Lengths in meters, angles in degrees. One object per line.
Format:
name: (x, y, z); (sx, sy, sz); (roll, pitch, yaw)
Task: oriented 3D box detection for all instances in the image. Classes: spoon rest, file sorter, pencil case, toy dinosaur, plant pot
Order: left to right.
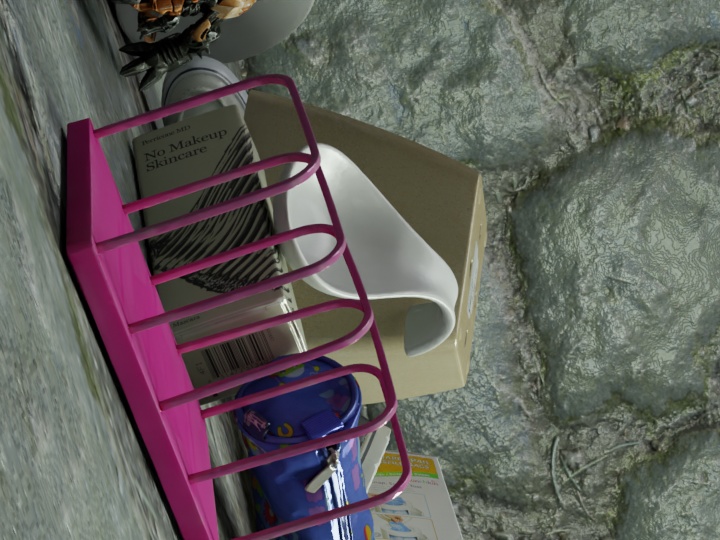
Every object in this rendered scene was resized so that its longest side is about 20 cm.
toy dinosaur: (-0.111, -0.192, 1.235); (0.200, 0.136, 0.103); (16, 64, -39)
file sorter: (-0.059, 0.021, 0.919); (0.139, 0.125, 0.201); (-107, 180, -60)
pencil case: (-0.028, 0.148, 1.096); (0.087, 0.078, 0.201); (47, -30, 50)
plant pot: (0.000, 0.000, 1.356); (0.200, 0.176, 0.201); (73, 25, -72)
spoon rest: (0.008, -0.009, 1.169); (0.200, 0.060, 0.100); (42, 45, -47)

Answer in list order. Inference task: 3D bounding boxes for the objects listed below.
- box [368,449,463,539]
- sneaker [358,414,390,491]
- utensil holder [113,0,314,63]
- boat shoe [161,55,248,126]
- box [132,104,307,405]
box: (0.016, 0.231, 1.391); (0.200, 0.101, 0.113); (-105, -155, -66)
sneaker: (-0.041, 0.172, 1.271); (0.200, 0.079, 0.079); (-68, -178, -54)
utensil holder: (-0.129, -0.286, 1.407); (0.170, 0.169, 0.201); (72, 4, -57)
boat shoe: (-0.114, -0.067, 1.416); (0.086, 0.074, 0.202); (-101, -176, -51)
box: (-0.091, -0.014, 1.149); (0.200, 0.082, 0.069); (-108, 179, -47)
